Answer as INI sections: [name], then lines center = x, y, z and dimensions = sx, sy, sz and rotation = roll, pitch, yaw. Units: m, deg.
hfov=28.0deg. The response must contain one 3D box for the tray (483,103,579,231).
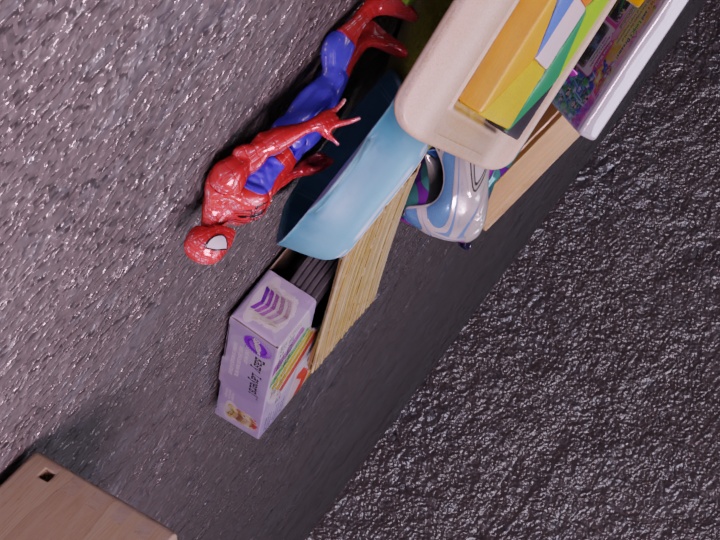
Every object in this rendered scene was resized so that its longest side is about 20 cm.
[tray]
center = 0.163, -0.141, 1.404
dimensions = 0.200, 0.037, 0.099
rotation = -45, -145, 10

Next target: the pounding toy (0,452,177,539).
[pounding toy]
center = -0.218, 0.235, 0.817
dimensions = 0.184, 0.142, 0.200
rotation = -48, 158, -43

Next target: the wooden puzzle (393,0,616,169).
[wooden puzzle]
center = 0.106, -0.144, 0.844
dimensions = 0.185, 0.037, 0.200
rotation = -57, 162, 8

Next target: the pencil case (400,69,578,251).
[pencil case]
center = 0.113, -0.120, 1.323
dimensions = 0.085, 0.092, 0.200
rotation = 22, 106, -35

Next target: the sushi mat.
[sushi mat]
center = 0.000, 0.000, 1.098
dimensions = 0.096, 0.012, 0.200
rotation = -48, 167, -30

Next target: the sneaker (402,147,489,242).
[sneaker]
center = 0.083, -0.124, 1.167
dimensions = 0.072, 0.072, 0.200
rotation = 164, -61, -76

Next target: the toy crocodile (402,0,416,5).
[toy crocodile]
center = 0.084, -0.233, 0.813
dimensions = 0.200, 0.067, 0.062
rotation = -53, 171, -1

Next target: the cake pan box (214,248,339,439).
[cake pan box]
center = -0.041, 0.023, 1.166
dimensions = 0.184, 0.052, 0.200
rotation = -53, 170, -29

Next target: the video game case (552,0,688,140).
[video game case]
center = 0.227, -0.244, 1.327
dimensions = 0.200, 0.024, 0.182
rotation = -58, -149, 20

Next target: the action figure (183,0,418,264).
[action figure]
center = -0.035, -0.079, 0.830
dimensions = 0.200, 0.052, 0.065
rotation = -49, 175, -23

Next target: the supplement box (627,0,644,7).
[supplement box]
center = 0.239, -0.331, 1.143
dimensions = 0.110, 0.109, 0.200
rotation = -45, 167, -47

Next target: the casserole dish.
[casserole dish]
center = -0.001, -0.064, 0.904
dimensions = 0.121, 0.039, 0.200
rotation = -52, -172, 10

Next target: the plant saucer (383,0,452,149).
[plant saucer]
center = 0.082, -0.191, 1.004
dimensions = 0.200, 0.048, 0.200
rotation = -47, 166, -40
